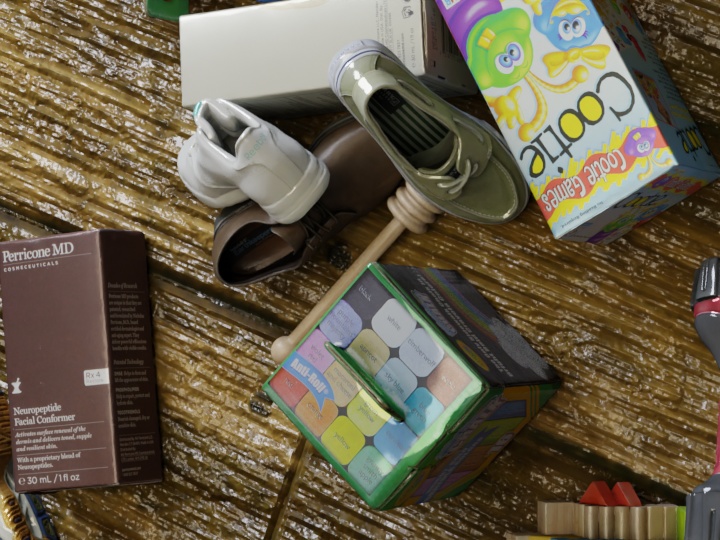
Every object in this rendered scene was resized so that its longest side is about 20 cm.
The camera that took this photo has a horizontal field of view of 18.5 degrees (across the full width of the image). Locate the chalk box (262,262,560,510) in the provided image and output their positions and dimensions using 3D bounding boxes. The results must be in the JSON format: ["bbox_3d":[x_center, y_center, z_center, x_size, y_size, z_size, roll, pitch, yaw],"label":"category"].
[{"bbox_3d":[0.029,0.081,1.537,0.124,0.200,0.124,47,107,19],"label":"chalk box"}]

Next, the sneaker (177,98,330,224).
[{"bbox_3d":[-0.096,-0.094,1.621,0.075,0.088,0.200,-54,26,-11],"label":"sneaker"}]

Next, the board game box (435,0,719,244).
[{"bbox_3d":[0.150,-0.131,1.547,0.103,0.105,0.201,-32,75,22],"label":"board game box"}]

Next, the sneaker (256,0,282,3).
[{"bbox_3d":[-0.016,-0.257,1.626,0.199,0.111,0.077,-23,79,23],"label":"sneaker"}]

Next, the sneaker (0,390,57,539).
[{"bbox_3d":[-0.319,0.164,1.779,0.088,0.075,0.201,-25,77,23],"label":"sneaker"}]

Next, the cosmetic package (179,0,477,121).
[{"bbox_3d":[-0.023,-0.159,1.632,0.199,0.103,0.074,-4,85,24],"label":"cosmetic package"}]

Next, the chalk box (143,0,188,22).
[{"bbox_3d":[-0.159,-0.291,1.689,0.123,0.124,0.201,-18,82,24],"label":"chalk box"}]

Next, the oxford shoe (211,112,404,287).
[{"bbox_3d":[-0.029,-0.047,1.633,0.200,0.085,0.073,-38,109,23],"label":"oxford shoe"}]

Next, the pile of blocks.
[{"bbox_3d":[0.189,0.179,1.532,0.199,0.082,0.063,-1,88,26],"label":"pile of blocks"}]

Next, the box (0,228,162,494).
[{"bbox_3d":[-0.220,0.072,1.736,0.100,0.075,0.201,-8,84,25],"label":"box"}]

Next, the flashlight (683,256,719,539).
[{"bbox_3d":[0.248,0.093,1.486,0.068,0.068,0.201,-13,61,50],"label":"flashlight"}]

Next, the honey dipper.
[{"bbox_3d":[0.000,0.000,1.654,0.038,0.038,0.200,47,110,19],"label":"honey dipper"}]

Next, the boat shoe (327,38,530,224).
[{"bbox_3d":[0.051,-0.083,1.546,0.072,0.200,0.062,-43,37,15],"label":"boat shoe"}]
